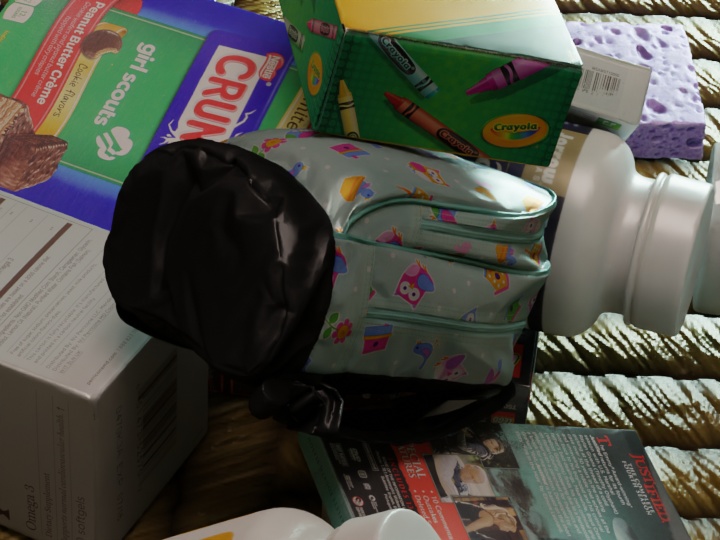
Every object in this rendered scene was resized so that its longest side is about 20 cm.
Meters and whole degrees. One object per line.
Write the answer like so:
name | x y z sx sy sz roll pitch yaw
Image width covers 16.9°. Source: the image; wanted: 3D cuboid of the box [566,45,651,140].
box | 0.074 -0.095 1.354 0.143 0.200 0.037 17 79 -2

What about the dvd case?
dvd case | 0.078 0.132 1.154 0.199 0.022 0.146 4 45 -32

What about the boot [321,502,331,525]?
boot | 0.032 0.163 1.149 0.090 0.073 0.201 13 47 -14

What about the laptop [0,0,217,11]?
laptop | -0.198 -0.136 1.450 0.199 0.104 0.178 19 39 -10

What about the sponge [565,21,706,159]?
sponge | 0.109 -0.113 1.506 0.199 0.030 0.112 0 41 -3

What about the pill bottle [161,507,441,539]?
pill bottle | -0.058 0.166 1.042 0.199 0.113 0.113 -18 34 24

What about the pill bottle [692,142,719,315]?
pill bottle | 0.287 -0.011 1.332 0.199 0.114 0.113 7 40 5

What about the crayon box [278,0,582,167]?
crayon box | 0.025 -0.133 1.189 0.118 0.059 0.200 7 33 -16

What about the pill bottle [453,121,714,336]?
pill bottle | 0.080 -0.029 1.279 0.199 0.112 0.111 14 41 12

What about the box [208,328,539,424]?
box | 0.001 0.018 1.337 0.199 0.040 0.137 7 42 4

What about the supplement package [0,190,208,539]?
supplement package | -0.190 0.041 1.238 0.199 0.117 0.117 20 43 19

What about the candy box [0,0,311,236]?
candy box | -0.121 -0.068 1.316 0.199 0.077 0.170 19 58 17

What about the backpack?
backpack | 0.000 0.000 1.147 0.199 0.127 0.167 7 21 -39
